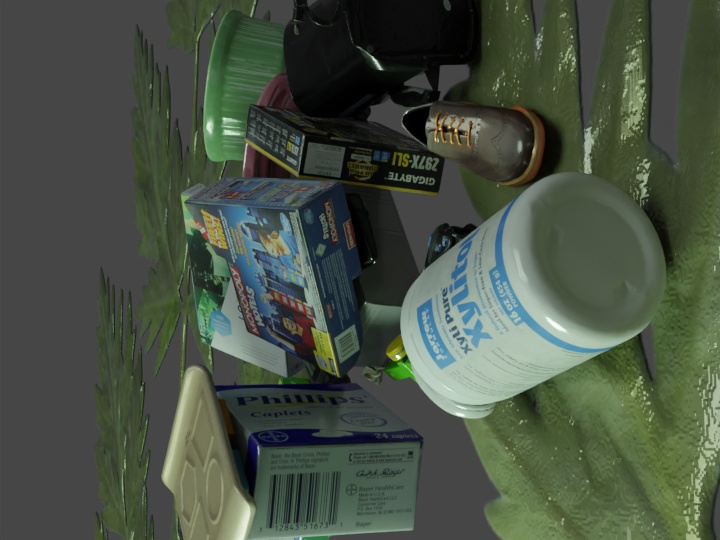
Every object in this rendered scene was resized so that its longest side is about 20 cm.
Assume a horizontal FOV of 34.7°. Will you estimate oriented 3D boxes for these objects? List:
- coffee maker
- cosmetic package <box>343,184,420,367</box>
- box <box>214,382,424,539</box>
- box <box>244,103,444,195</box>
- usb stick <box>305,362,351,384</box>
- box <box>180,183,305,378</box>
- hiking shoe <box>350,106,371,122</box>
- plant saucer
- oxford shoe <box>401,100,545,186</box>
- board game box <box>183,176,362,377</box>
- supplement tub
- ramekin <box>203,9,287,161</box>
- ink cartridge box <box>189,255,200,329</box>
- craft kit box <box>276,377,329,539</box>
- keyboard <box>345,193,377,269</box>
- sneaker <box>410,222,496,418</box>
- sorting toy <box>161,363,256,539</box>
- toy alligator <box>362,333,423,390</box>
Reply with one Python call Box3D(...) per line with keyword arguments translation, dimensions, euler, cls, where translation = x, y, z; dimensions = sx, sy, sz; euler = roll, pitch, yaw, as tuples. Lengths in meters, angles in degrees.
Box3D(translation=(-0.007, -0.241, 1.178), dimensions=(0.200, 0.192, 0.135), euler=(-17, 57, 64), cls="coffee maker")
Box3D(translation=(0.000, 0.000, 1.258), dimensions=(0.200, 0.090, 0.107), euler=(-105, 33, -44), cls="cosmetic package")
Box3D(translation=(-0.057, 0.197, 1.231), dimensions=(0.200, 0.183, 0.105), euler=(-152, 66, -65), cls="box")
Box3D(translation=(-0.021, -0.132, 1.236), dimensions=(0.200, 0.159, 0.050), euler=(-143, 59, -62), cls="box")
Box3D(translation=(-0.054, 0.101, 1.439), dimensions=(0.056, 0.033, 0.200), euler=(-67, 28, 23), cls="usb stick")
Box3D(translation=(-0.132, 0.012, 1.309), dimensions=(0.144, 0.036, 0.201), euler=(18, 123, 35), cls="box")
Box3D(translation=(-0.034, -0.125, 1.400), dimensions=(0.087, 0.074, 0.201), euler=(-117, 44, -70), cls="hiking shoe")
Box3D(translation=(-0.087, -0.143, 1.435), dimensions=(0.200, 0.051, 0.201), euler=(11, -90, -75), cls="plant saucer")
Box3D(translation=(0.100, -0.119, 1.053), dimensions=(0.200, 0.073, 0.072), euler=(-154, 70, -65), cls="oxford shoe")
Box3D(translation=(-0.087, -0.015, 1.172), dimensions=(0.200, 0.062, 0.200), euler=(23, 137, 42), cls="board game box")
Box3D(translation=(0.128, 0.020, 0.890), dimensions=(0.200, 0.132, 0.132), euler=(138, 132, -58), cls="supplement tub")
Box3D(translation=(-0.137, -0.238, 1.530), dimensions=(0.200, 0.097, 0.201), euler=(9, -90, -86), cls="ramekin")
Box3D(translation=(-0.098, 0.027, 1.395), dimensions=(0.068, 0.199, 0.116), euler=(-58, -27, -50), cls="ink cartridge box")
Box3D(translation=(-0.085, 0.274, 1.468), dimensions=(0.198, 0.048, 0.200), euler=(-120, 41, -50), cls="craft kit box")
Box3D(translation=(-0.031, -0.041, 1.216), dimensions=(0.200, 0.040, 0.104), euler=(-20, 89, 61), cls="keyboard")
Box3D(translation=(0.086, 0.028, 1.023), dimensions=(0.200, 0.073, 0.112), euler=(-101, 19, -55), cls="sneaker")
Box3D(translation=(-0.154, 0.226, 1.187), dimensions=(0.200, 0.036, 0.186), euler=(-120, 39, -46), cls="sorting toy")
Box3D(translation=(0.060, 0.083, 1.147), dimensions=(0.054, 0.059, 0.200), euler=(-50, 13, -21), cls="toy alligator")
